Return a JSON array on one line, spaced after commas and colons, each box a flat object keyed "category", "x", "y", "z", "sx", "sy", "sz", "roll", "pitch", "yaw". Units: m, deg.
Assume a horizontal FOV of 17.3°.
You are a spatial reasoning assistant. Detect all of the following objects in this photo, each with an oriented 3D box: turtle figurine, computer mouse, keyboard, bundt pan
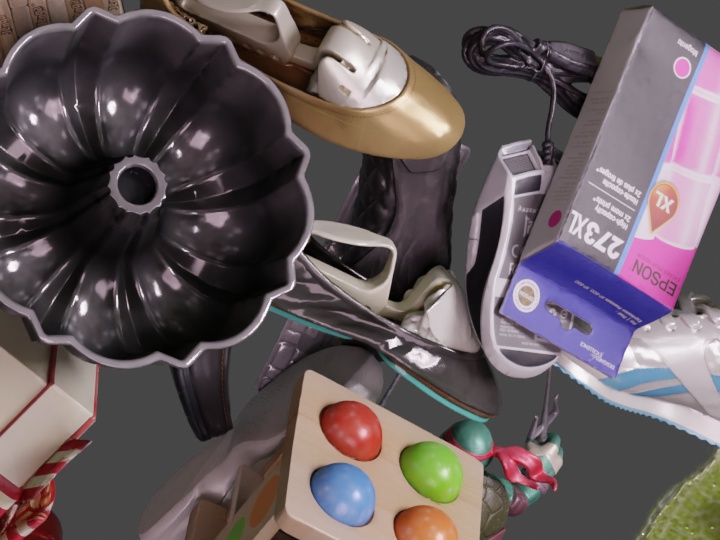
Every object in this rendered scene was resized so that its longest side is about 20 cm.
[{"category": "turtle figurine", "x": 0.050, "y": 0.145, "z": 1.486, "sx": 0.149, "sy": 0.101, "sz": 0.200, "roll": 12, "pitch": 121, "yaw": -8}, {"category": "computer mouse", "x": 0.093, "y": -0.038, "z": 1.388, "sx": 0.110, "sy": 0.044, "sz": 0.200, "roll": 10, "pitch": 88, "yaw": -38}, {"category": "keyboard", "x": 0.000, "y": 0.000, "z": 1.455, "sx": 0.056, "sy": 0.011, "sz": 0.200, "roll": 20, "pitch": 110, "yaw": -16}, {"category": "bundt pan", "x": -0.131, "y": -0.037, "z": 1.295, "sx": 0.202, "sy": 0.076, "sz": 0.202, "roll": 5, "pitch": 75, "yaw": -19}]

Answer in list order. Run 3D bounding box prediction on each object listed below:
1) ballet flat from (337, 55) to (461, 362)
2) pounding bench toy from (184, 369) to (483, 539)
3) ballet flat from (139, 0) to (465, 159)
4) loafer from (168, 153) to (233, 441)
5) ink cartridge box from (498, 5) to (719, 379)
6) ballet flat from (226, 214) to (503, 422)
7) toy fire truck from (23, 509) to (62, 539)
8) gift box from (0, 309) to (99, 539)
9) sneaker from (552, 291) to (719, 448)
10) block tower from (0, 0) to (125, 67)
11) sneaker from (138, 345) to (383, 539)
[{"category": "ballet flat", "x": 0.024, "y": -0.033, "z": 1.419, "sx": 0.066, "sy": 0.057, "sz": 0.200, "roll": 7, "pitch": 119, "yaw": -10}, {"category": "pounding bench toy", "x": 0.016, "y": 0.177, "z": 1.381, "sx": 0.200, "sy": 0.124, "sz": 0.156, "roll": 29, "pitch": 124, "yaw": -16}, {"category": "ballet flat", "x": -0.035, "y": -0.120, "z": 1.323, "sx": 0.200, "sy": 0.069, "sz": 0.063, "roll": 22, "pitch": 153, "yaw": 8}, {"category": "loafer", "x": -0.085, "y": 0.010, "z": 1.416, "sx": 0.072, "sy": 0.073, "sz": 0.200, "roll": -8, "pitch": 117, "yaw": -9}, {"category": "ink cartridge box", "x": 0.159, "y": -0.045, "z": 1.384, "sx": 0.095, "sy": 0.037, "sz": 0.200, "roll": 30, "pitch": 78, "yaw": -28}, {"category": "ballet flat", "x": 0.016, "y": 0.022, "z": 1.381, "sx": 0.200, "sy": 0.068, "sz": 0.068, "roll": 28, "pitch": 108, "yaw": -22}, {"category": "toy fire truck", "x": -0.263, "y": 0.234, "z": 1.489, "sx": 0.200, "sy": 0.112, "sz": 0.168, "roll": 3, "pitch": 141, "yaw": -10}, {"category": "gift box", "x": -0.242, "y": 0.055, "z": 1.353, "sx": 0.200, "sy": 0.185, "sz": 0.187, "roll": -41, "pitch": 112, "yaw": 19}, {"category": "sneaker", "x": 0.185, "y": 0.048, "z": 1.474, "sx": 0.200, "sy": 0.077, "sz": 0.081, "roll": 21, "pitch": 102, "yaw": -23}, {"category": "block tower", "x": -0.233, "y": -0.138, "z": 1.334, "sx": 0.200, "sy": 0.054, "sz": 0.058, "roll": -11, "pitch": 115, "yaw": -2}, {"category": "sneaker", "x": -0.043, "y": 0.126, "z": 1.468, "sx": 0.088, "sy": 0.075, "sz": 0.200, "roll": 41, "pitch": 118, "yaw": -17}]
